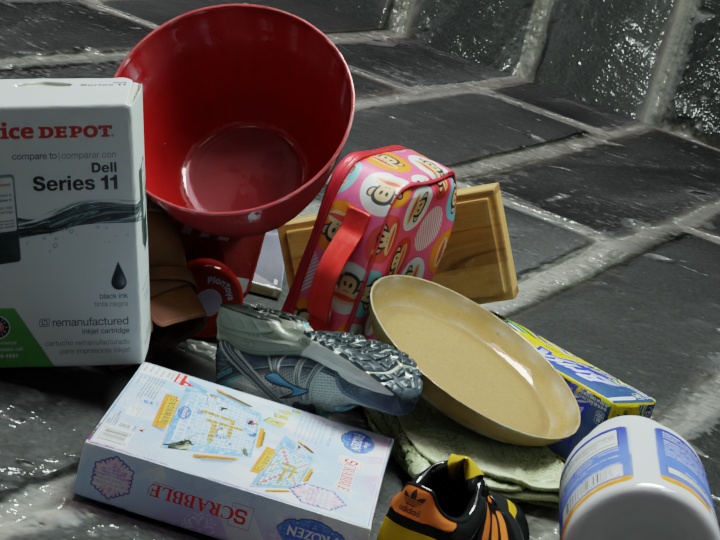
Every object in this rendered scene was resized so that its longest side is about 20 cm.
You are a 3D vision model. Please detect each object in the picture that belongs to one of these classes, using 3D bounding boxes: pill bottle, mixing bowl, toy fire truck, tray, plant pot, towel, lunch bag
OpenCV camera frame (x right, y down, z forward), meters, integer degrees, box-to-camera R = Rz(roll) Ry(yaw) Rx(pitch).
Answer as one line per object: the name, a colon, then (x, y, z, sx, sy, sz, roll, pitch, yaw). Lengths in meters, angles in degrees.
pill bottle: (0.197, 0.173, 1.515, 0.111, 0.113, 0.200, 17, 14, 1)
mixing bowl: (-0.100, -0.102, 1.704, 0.199, 0.201, 0.109, 21, -27, 16)
toy fire truck: (-0.170, -0.047, 1.802, 0.198, 0.169, 0.112, 11, 15, -20)
tray: (0.033, -0.010, 1.870, 0.198, 0.100, 0.037, -9, 9, 12)
plant pot: (0.086, 0.077, 1.691, 0.199, 0.028, 0.200, 29, 21, -12)
towel: (0.082, 0.132, 1.688, 0.147, 0.037, 0.200, 13, 15, -20)
lunch bag: (0.000, 0.000, 1.763, 0.081, 0.202, 0.176, 26, 16, 18)

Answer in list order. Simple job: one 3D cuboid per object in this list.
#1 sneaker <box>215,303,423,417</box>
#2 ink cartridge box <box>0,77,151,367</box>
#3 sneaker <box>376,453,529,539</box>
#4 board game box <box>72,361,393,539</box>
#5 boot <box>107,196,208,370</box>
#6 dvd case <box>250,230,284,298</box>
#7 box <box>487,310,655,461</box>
sneaker: (-0.033, 0.088, 1.613, 0.199, 0.087, 0.077, 18, 10, 42)
ink cartridge box: (-0.232, -0.036, 1.570, 0.145, 0.202, 0.083, -2, 16, -2)
sneaker: (0.072, 0.166, 1.442, 0.070, 0.091, 0.200, 23, 16, 23)
board game box: (-0.082, 0.136, 1.479, 0.198, 0.042, 0.200, 17, 14, 2)
boot: (-0.230, 0.019, 1.685, 0.199, 0.077, 0.156, -22, 67, -16)
dvd case: (-0.164, -0.053, 2.006, 0.198, 0.016, 0.149, 14, 43, -9)
box: (0.152, 0.102, 1.808, 0.064, 0.071, 0.199, 1, 21, -46)
